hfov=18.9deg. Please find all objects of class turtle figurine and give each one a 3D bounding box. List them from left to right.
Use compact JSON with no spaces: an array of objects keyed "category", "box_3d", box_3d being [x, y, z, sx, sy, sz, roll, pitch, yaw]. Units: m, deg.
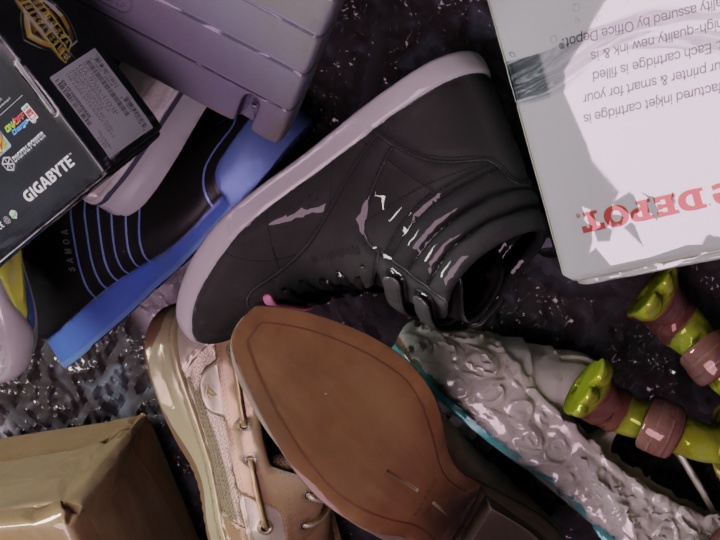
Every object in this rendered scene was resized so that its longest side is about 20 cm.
[{"category":"turtle figurine","box_3d":[0.184,0.069,0.974,0.161,0.064,0.201,36,105,-2]}]

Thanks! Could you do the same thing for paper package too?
[{"category":"paper package","box_3d":[-0.173,0.194,1.168,0.189,0.104,0.201,-9,114,28]}]

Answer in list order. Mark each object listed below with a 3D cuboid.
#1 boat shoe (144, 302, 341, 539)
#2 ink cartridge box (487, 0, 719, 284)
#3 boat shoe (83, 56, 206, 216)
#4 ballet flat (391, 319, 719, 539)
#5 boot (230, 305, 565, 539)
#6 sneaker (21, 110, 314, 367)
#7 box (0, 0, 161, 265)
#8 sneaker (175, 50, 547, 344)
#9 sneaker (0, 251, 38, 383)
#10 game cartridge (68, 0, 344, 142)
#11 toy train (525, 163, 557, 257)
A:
[{"category":"boat shoe","box_3d":[-0.041,0.105,1.082,0.064,0.071,0.201,-14,109,29]},{"category":"ink cartridge box","box_3d":[0.131,-0.110,0.864,0.145,0.083,0.202,-11,101,27]},{"category":"boat shoe","box_3d":[-0.088,-0.120,0.949,0.069,0.071,0.201,22,113,-30]},{"category":"ballet flat","box_3d":[0.105,0.079,1.022,0.200,0.072,0.072,43,124,-7]},{"category":"boot","box_3d":[0.016,0.090,1.013,0.200,0.146,0.070,44,85,-3]},{"category":"sneaker","box_3d":[-0.108,-0.033,1.036,0.078,0.070,0.200,48,122,-3]},{"category":"box","box_3d":[-0.197,-0.067,0.913,0.200,0.046,0.159,-34,95,40]},{"category":"sneaker","box_3d":[0.000,0.000,0.972,0.200,0.070,0.100,-39,68,26]},{"category":"sneaker","box_3d":[-0.179,-0.051,1.022,0.075,0.105,0.202,-22,90,39]},{"category":"game cartridge","box_3d":[-0.096,-0.148,0.872,0.199,0.038,0.130,28,129,1]},{"category":"toy train","box_3d":[0.155,-0.032,0.948,0.198,0.034,0.046,-7,117,27]}]
